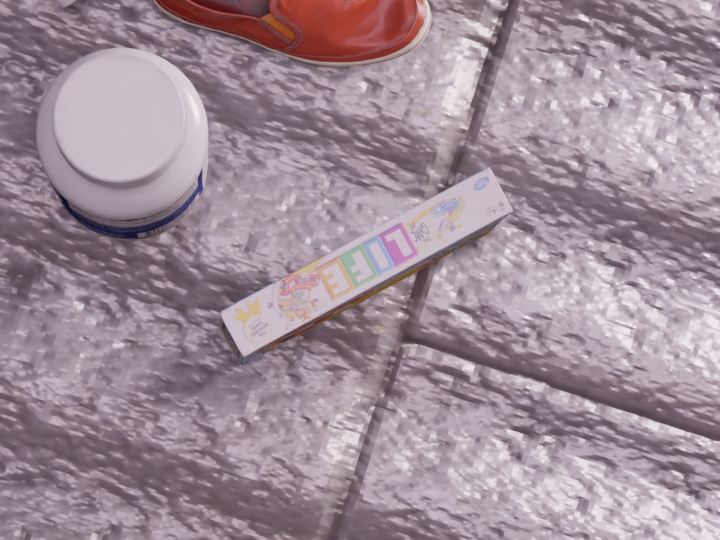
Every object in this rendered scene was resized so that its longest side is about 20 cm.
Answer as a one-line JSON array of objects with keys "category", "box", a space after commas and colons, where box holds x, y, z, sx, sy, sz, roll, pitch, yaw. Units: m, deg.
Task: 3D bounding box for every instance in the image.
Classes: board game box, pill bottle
[{"category": "board game box", "box": [0.000, 0.000, 1.477, 0.200, 0.134, 0.034, -28, 87, -5]}, {"category": "pill bottle", "box": [-0.155, -0.084, 1.442, 0.111, 0.200, 0.111, 0, 84, -4]}]

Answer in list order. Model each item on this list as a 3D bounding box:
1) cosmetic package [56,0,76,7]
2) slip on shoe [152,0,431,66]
[{"category": "cosmetic package", "box": [-0.152, -0.281, 1.508, 0.200, 0.071, 0.101, -33, 61, -7]}, {"category": "slip on shoe", "box": [-0.049, -0.189, 1.529, 0.200, 0.061, 0.074, 12, 82, -4]}]
